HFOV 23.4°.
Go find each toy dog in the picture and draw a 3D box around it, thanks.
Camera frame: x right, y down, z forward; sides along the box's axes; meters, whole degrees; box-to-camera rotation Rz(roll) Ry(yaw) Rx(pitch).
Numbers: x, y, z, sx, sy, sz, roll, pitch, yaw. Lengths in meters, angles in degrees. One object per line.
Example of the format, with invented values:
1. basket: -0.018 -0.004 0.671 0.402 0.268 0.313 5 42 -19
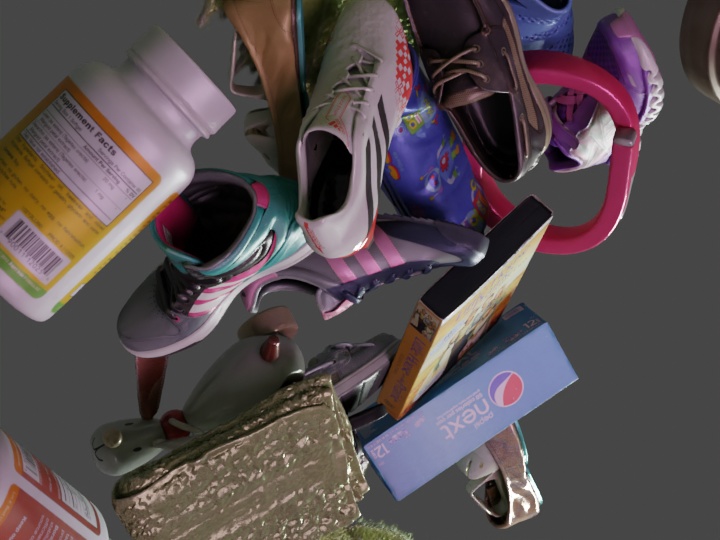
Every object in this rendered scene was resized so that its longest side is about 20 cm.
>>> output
1. toy dog: -0.119 0.101 1.385 0.200 0.132 0.096 -45 161 -13

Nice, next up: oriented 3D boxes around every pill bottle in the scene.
1. pill bottle: -0.185 -0.071 1.194 0.200 0.111 0.111 -44 138 -2
2. pill bottle: -0.266 0.205 1.346 0.112 0.112 0.200 -42 138 -3

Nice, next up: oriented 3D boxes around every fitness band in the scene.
1. fitness band: 0.153 -0.093 1.425 0.201 0.143 0.038 92 17 -47

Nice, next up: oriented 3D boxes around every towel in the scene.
1. towel: -0.090 0.175 1.361 0.199 0.036 0.149 -28 127 -17

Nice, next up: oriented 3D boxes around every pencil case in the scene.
1. pencil case: 0.038 -0.092 1.376 0.200 0.078 0.087 59 47 -46

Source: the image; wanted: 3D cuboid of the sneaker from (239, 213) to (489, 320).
1. sneaker: 0.000 0.000 1.352 0.199 0.083 0.070 1 167 6

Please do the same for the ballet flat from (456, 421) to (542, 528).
1. ballet flat: 0.129 0.188 1.683 0.067 0.068 0.201 -29 134 -7

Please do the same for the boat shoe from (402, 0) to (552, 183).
1. boat shoe: 0.088 -0.153 1.317 0.074 0.073 0.200 -20 119 27

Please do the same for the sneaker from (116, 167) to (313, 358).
1. sneaker: -0.126 -0.007 1.276 0.200 0.084 0.121 -37 153 18

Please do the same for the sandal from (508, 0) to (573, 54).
1. sandal: 0.131 -0.217 1.347 0.079 0.087 0.200 -40 141 -9

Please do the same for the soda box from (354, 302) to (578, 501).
1. soda box: 0.091 0.117 1.569 0.199 0.064 0.068 -33 112 -5

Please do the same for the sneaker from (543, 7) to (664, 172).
1. sneaker: 0.191 -0.138 1.439 0.088 0.081 0.200 -17 157 -9

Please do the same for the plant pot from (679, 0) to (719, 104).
1. plant pot: 0.410 -0.199 1.519 0.199 0.174 0.201 -22 134 -25

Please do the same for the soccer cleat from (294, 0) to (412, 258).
1. soccer cleat: -0.009 -0.109 1.244 0.085 0.068 0.201 39 60 -66

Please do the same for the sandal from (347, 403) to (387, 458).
1. sandal: -0.049 0.174 1.488 0.200 0.048 0.075 -34 173 23

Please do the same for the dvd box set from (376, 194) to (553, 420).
1. dvd box set: 0.086 0.034 1.467 0.146 0.029 0.200 -42 166 -27

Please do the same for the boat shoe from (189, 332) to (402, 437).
1. boat shoe: -0.052 0.102 1.470 0.201 0.065 0.074 -30 164 -14

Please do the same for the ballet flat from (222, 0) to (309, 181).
1. ballet flat: -0.064 -0.129 1.294 0.063 0.069 0.201 -7 129 1
